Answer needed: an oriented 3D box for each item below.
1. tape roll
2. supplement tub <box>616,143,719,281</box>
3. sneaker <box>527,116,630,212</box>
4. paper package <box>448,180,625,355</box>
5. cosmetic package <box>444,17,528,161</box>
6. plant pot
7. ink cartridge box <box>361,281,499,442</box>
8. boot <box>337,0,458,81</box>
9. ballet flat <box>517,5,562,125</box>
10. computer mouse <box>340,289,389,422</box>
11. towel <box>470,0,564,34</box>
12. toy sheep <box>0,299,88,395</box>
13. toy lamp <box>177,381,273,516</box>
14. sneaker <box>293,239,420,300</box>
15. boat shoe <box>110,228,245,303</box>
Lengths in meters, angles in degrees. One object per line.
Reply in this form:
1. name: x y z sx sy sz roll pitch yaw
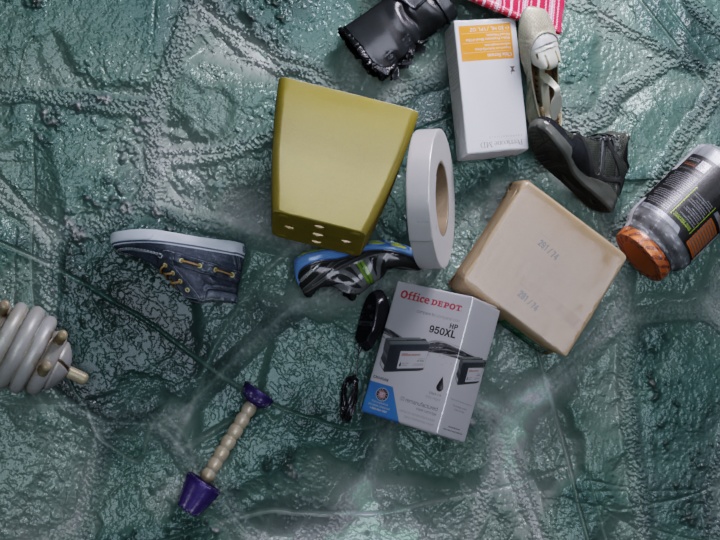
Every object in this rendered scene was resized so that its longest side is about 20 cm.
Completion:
1. tape roll: 0.103 -0.103 1.692 0.036 0.203 0.207 0 86 15
2. supplement tub: 0.492 -0.086 1.782 0.200 0.123 0.123 -42 92 -9
3. sneaker: 0.338 -0.189 1.778 0.199 0.076 0.115 38 74 -24
4. paper package: 0.264 -0.001 1.756 0.199 0.103 0.192 35 84 -5
5. cosmetic package: 0.191 -0.276 1.779 0.099 0.071 0.204 -6 88 -8
6. plant pot: -0.041 -0.133 1.653 0.196 0.200 0.180 13 76 -2
7. ink cartridge box: 0.102 0.130 1.699 0.143 0.084 0.204 11 82 38
8. boot: 0.035 -0.400 1.770 0.162 0.073 0.199 -40 90 -2
9. ballet flat: 0.279 -0.299 1.750 0.067 0.062 0.203 -26 127 -18
10. computer mouse: 0.009 0.128 1.738 0.034 0.058 0.204 17 85 -23
11. towel: 0.224 -0.445 1.785 0.197 0.023 0.146 20 53 -7
12. toy sheep: -0.472 0.110 1.634 0.198 0.138 0.139 33 83 -11
13. toy lamp: -0.198 0.262 1.699 0.058 0.058 0.202 33 83 -4
14. sneaker: 0.000 0.000 1.742 0.196 0.071 0.084 -8 98 -6
15. boat shoe: -0.268 -0.005 1.697 0.196 0.071 0.093 7 81 -9
